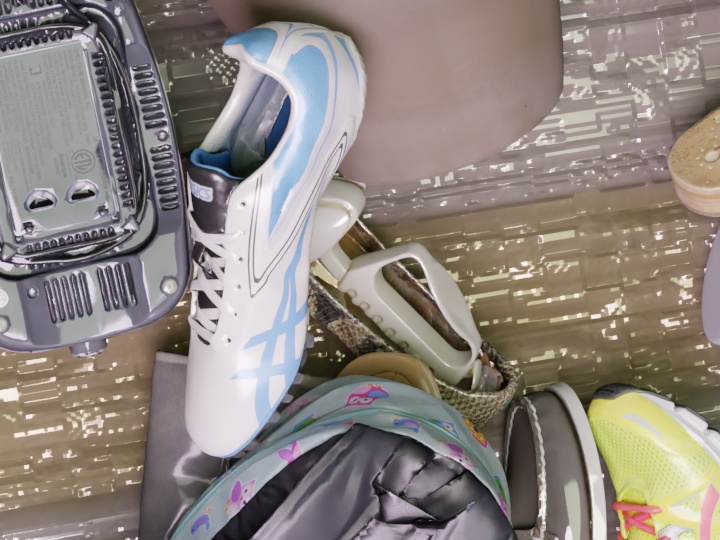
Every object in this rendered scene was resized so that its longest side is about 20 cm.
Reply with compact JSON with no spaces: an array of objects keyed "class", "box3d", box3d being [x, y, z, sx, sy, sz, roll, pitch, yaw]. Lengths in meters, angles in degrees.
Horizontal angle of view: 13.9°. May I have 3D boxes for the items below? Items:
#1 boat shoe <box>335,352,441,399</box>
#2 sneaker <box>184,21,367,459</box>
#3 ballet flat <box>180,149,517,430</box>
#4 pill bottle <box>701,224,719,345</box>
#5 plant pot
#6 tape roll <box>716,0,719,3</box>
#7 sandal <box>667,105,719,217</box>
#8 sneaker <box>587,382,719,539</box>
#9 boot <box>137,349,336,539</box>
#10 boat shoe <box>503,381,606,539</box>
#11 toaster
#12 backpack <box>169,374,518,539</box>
[{"class":"boat shoe","box3d":[0.017,0.130,1.428,0.074,0.069,0.200,5,105,16]},{"class":"sneaker","box3d":[-0.053,-0.014,1.301,0.072,0.072,0.200,4,107,-32]},{"class":"ballet flat","box3d":[0.000,0.000,1.419,0.200,0.075,0.068,43,47,-11]},{"class":"pill bottle","box3d":[0.275,0.020,1.459,0.200,0.109,0.109,13,90,-11]},{"class":"plant pot","box3d":[0.014,-0.142,1.371,0.200,0.200,0.174,-27,113,-9]},{"class":"tape roll","box3d":[0.232,-0.205,1.392,0.066,0.200,0.200,40,85,-10]},{"class":"sandal","box3d":[0.230,-0.114,1.434,0.212,0.078,0.070,-39,136,-18]},{"class":"sneaker","box3d":[0.157,0.148,1.444,0.090,0.078,0.200,-34,104,-22]},{"class":"boot","box3d":[-0.099,0.138,1.410,0.182,0.073,0.200,4,99,-25]},{"class":"boat shoe","box3d":[0.083,0.156,1.447,0.060,0.072,0.202,-3,96,-15]},{"class":"toaster","box3d":[-0.149,-0.061,1.359,0.113,0.129,0.200,-14,96,-11]},{"class":"backpack","box3d":[-0.021,0.142,1.331,0.167,0.127,0.200,35,102,-15]}]
